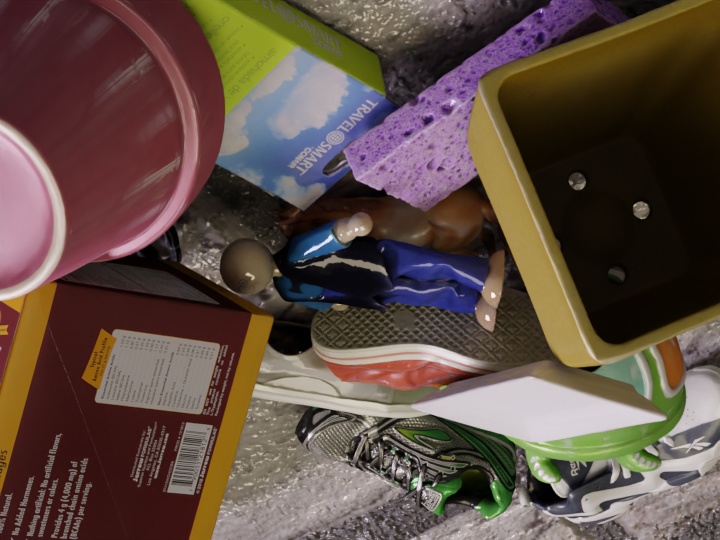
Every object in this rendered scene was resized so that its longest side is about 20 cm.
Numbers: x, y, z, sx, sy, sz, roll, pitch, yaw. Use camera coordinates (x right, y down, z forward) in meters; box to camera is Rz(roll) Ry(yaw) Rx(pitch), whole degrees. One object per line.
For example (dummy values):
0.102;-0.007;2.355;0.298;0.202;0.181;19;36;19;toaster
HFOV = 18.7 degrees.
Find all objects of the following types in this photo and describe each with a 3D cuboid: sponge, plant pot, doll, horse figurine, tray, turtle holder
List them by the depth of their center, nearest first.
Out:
-0.202;-0.077;1.341;0.198;0.179;0.202;8;118;15;plant pot
0.178;-0.046;1.441;0.194;0.196;0.200;-21;173;-13;plant pot
0.094;-0.114;1.474;0.199;0.030;0.111;-33;156;18;sponge
0.122;0.090;1.519;0.106;0.022;0.200;16;165;-20;tray
0.000;0.000;1.534;0.198;0.049;0.137;5;153;0;doll
0.038;-0.022;1.591;0.198;0.050;0.133;-5;142;2;horse figurine
0.155;0.067;1.661;0.184;0.141;0.133;12;130;28;turtle holder

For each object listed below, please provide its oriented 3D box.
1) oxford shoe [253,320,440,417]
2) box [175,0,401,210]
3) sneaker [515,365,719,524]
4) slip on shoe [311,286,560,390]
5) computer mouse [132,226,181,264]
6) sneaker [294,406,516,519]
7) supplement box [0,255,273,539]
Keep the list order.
-0.008;0.071;1.674;0.198;0.075;0.058;8;112;-18;oxford shoe
-0.078;-0.126;1.459;0.199;0.048;0.122;27;128;-34;box
0.204;0.142;1.752;0.129;0.080;0.199;2;153;-47;sneaker
0.064;0.054;1.600;0.198;0.075;0.061;-1;144;13;slip on shoe
-0.192;-0.048;1.536;0.058;0.034;0.200;-31;134;22;computer mouse
0.042;0.144;1.745;0.198;0.086;0.078;13;134;-22;sneaker
-0.198;0.093;1.492;0.199;0.132;0.199;10;100;-39;supplement box
